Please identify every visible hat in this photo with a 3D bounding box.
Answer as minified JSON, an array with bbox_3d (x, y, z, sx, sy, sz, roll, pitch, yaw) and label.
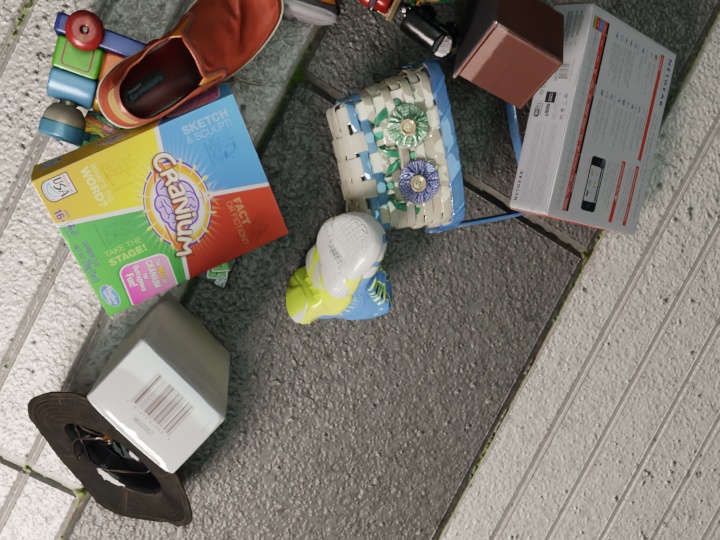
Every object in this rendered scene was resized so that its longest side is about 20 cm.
[{"bbox_3d":[-0.237,0.171,0.762,0.196,0.082,0.204,15,134,16],"label":"hat"}]

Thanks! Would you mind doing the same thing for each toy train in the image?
[{"bbox_3d":[-0.204,-0.160,0.722,0.195,0.084,0.119,16,93,-21],"label":"toy train"},{"bbox_3d":[0.008,-0.260,0.687,0.198,0.046,0.034,36,125,2],"label":"toy train"}]

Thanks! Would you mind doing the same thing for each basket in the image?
[{"bbox_3d":[0.074,-0.121,0.749,0.195,0.139,0.181,-18,101,-16],"label":"basket"}]

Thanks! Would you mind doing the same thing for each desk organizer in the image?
[{"bbox_3d":[0.148,-0.262,0.722,0.075,0.072,0.204,23,55,-16],"label":"desk organizer"}]

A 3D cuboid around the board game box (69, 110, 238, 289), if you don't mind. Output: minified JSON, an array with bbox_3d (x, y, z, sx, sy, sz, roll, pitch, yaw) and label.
[{"bbox_3d":[-0.209,-0.071,0.769,0.196,0.023,0.107,25,91,-12],"label":"board game box"}]

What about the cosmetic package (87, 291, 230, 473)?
[{"bbox_3d":[-0.181,0.096,0.705,0.074,0.200,0.102,-44,102,-1],"label":"cosmetic package"}]

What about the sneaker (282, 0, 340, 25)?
[{"bbox_3d":[-0.099,-0.322,0.723,0.195,0.078,0.115,20,95,-12],"label":"sneaker"}]

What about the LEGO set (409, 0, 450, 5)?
[{"bbox_3d":[0.055,-0.376,0.744,0.151,0.115,0.205,18,97,-40],"label":"LEGO set"}]

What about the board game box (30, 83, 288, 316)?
[{"bbox_3d":[-0.186,-0.066,0.715,0.196,0.040,0.156,-25,121,-6],"label":"board game box"}]

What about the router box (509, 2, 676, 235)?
[{"bbox_3d":[0.247,-0.148,0.779,0.176,0.048,0.206,7,97,-42],"label":"router box"}]

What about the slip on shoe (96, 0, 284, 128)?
[{"bbox_3d":[-0.144,-0.194,0.662,0.199,0.061,0.075,-39,120,-14],"label":"slip on shoe"}]

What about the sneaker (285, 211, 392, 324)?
[{"bbox_3d":[0.000,0.000,0.743,0.102,0.199,0.078,3,71,-26],"label":"sneaker"}]
